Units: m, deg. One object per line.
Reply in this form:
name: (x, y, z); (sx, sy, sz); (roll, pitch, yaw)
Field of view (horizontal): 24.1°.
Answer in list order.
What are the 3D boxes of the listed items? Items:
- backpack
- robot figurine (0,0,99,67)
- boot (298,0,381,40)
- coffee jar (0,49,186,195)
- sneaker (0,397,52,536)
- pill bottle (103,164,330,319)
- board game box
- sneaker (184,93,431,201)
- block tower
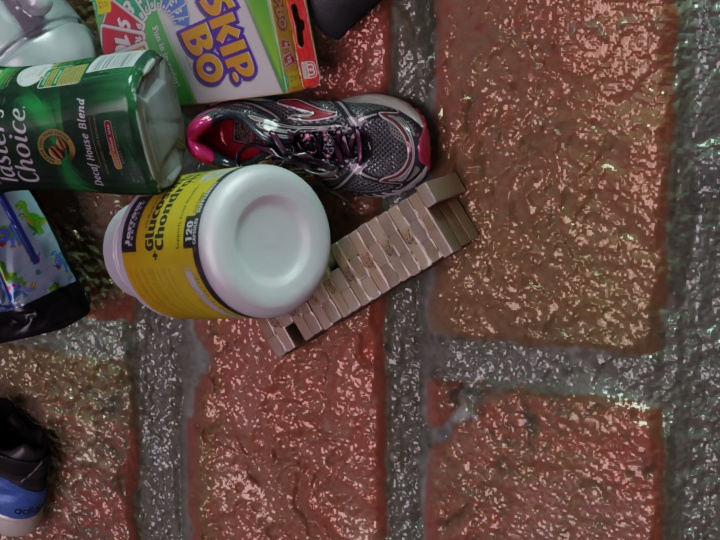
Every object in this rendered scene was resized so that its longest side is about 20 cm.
backpack: (-0.327, -0.036, 1.399); (0.163, 0.153, 0.201); (-9, 96, 59)
robot figurine: (-0.290, -0.193, 1.373); (0.200, 0.113, 0.170); (51, 150, 9)
boot: (0.043, -0.226, 1.216); (0.199, 0.066, 0.166); (-30, 78, 27)
coffee jar: (-0.239, -0.107, 1.274); (0.199, 0.085, 0.105); (-2, 121, 17)
sneaker: (-0.362, 0.146, 1.507); (0.199, 0.077, 0.112); (27, 118, 16)
pill bottle: (-0.118, -0.019, 1.294); (0.200, 0.112, 0.113); (-3, 101, 55)
board game box: (-0.120, -0.177, 1.296); (0.199, 0.030, 0.096); (-3, 103, 34)
sneaker: (-0.039, -0.092, 1.286); (0.199, 0.075, 0.081); (3, 103, 27)
block tower: (0.000, 0.000, 1.298); (0.200, 0.054, 0.058); (-34, 86, 30)
